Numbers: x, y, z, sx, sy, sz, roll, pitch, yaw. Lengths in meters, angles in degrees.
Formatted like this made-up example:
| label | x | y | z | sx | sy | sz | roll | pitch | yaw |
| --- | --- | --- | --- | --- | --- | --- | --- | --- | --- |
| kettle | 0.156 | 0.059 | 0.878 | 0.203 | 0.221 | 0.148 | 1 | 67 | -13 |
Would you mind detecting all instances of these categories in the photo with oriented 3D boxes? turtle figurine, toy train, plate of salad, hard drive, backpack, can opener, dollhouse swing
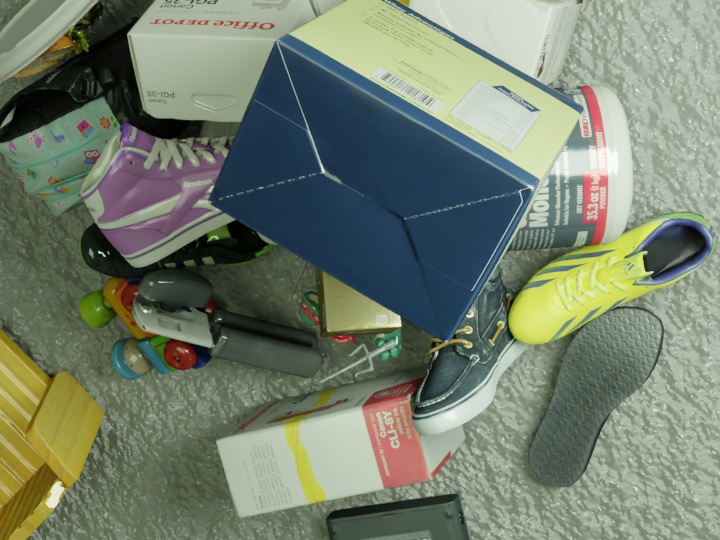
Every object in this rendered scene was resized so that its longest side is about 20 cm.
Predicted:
| label | x | y | z | sx | sy | sz | roll | pitch | yaw |
| --- | --- | --- | --- | --- | --- | --- | --- | --- | --- |
| turtle figurine | 0.000 | 0.000 | 1.214 | 0.200 | 0.101 | 0.150 | -44 | 104 | 2 |
| toy train | -0.237 | 0.020 | 1.279 | 0.115 | 0.085 | 0.200 | -22 | 113 | 32 |
| plate of salad | -0.288 | -0.234 | 1.220 | 0.200 | 0.200 | 0.048 | -33 | 118 | 19 |
| hard drive | 0.054 | 0.332 | 1.293 | 0.139 | 0.033 | 0.201 | -11 | 96 | 18 |
| backpack | -0.259 | -0.142 | 1.236 | 0.199 | 0.167 | 0.127 | -23 | 110 | 25 |
| can opener | -0.121 | 0.049 | 1.224 | 0.199 | 0.053 | 0.067 | 16 | 121 | -28 |
| dollhouse swing | -0.403 | 0.186 | 1.338 | 0.176 | 0.182 | 0.200 | 40 | 110 | -15 |

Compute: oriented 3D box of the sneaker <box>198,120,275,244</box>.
| label | x | y | z | sx | sy | sz | roll | pitch | yaw |
| --- | --- | --- | --- | --- | --- | --- | --- | --- | --- |
| sneaker | -0.106 | -0.106 | 1.230 | 0.099 | 0.078 | 0.201 | -30 | 62 | 33 |

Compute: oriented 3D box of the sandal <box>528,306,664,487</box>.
| label | x | y | z | sx | sy | sz | roll | pitch | yaw |
| --- | --- | --- | --- | --- | --- | --- | --- | --- | --- |
| sandal | 0.217 | 0.112 | 1.206 | 0.076 | 0.043 | 0.201 | 35 | 117 | 15 |

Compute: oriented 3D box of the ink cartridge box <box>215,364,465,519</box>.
| label | x | y | z | sx | sy | sz | roll | pitch | yaw |
| --- | --- | --- | --- | --- | --- | --- | --- | --- | --- |
| ink cartridge box | -0.017 | 0.160 | 1.223 | 0.199 | 0.145 | 0.084 | -15 | 95 | 18 |

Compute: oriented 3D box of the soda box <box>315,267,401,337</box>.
| label | x | y | z | sx | sy | sz | roll | pitch | yaw |
| --- | --- | --- | --- | --- | --- | --- | --- | --- | --- |
| soda box | -0.007 | -0.044 | 1.139 | 0.067 | 0.064 | 0.201 | -3 | 83 | -7 |

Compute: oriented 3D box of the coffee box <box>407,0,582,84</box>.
| label | x | y | z | sx | sy | sz | roll | pitch | yaw |
| --- | --- | --- | --- | --- | --- | --- | --- | --- | --- |
| coffee box | 0.115 | -0.207 | 1.090 | 0.113 | 0.200 | 0.080 | 19 | 108 | 11 |

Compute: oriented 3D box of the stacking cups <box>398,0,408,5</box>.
| label | x | y | z | sx | sy | sz | roll | pitch | yaw |
| --- | --- | --- | --- | --- | --- | --- | --- | --- | --- |
| stacking cups | 0.031 | -0.174 | 1.196 | 0.060 | 0.060 | 0.201 | 21 | 107 | 12 |

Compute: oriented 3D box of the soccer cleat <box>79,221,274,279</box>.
| label | x | y | z | sx | sy | sz | roll | pitch | yaw |
| --- | --- | --- | --- | --- | --- | --- | --- | --- | --- |
| soccer cleat | -0.167 | -0.032 | 1.211 | 0.081 | 0.199 | 0.068 | -20 | 78 | 49 |

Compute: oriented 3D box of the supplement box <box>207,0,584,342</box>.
| label | x | y | z | sx | sy | sz | roll | pitch | yaw |
| --- | --- | --- | --- | --- | --- | --- | --- | --- | --- |
| supplement box | 0.033 | -0.086 | 0.937 | 0.200 | 0.200 | 0.135 | 31 | 119 | 6 |

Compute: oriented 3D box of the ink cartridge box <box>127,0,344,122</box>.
| label | x | y | z | sx | sy | sz | roll | pitch | yaw |
| --- | --- | --- | --- | --- | --- | --- | --- | --- | --- |
| ink cartridge box | -0.099 | -0.220 | 1.145 | 0.146 | 0.200 | 0.083 | 5 | 129 | 15 |

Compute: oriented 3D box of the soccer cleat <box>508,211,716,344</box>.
| label | x | y | z | sx | sy | sz | roll | pitch | yaw |
| --- | --- | --- | --- | --- | --- | --- | --- | --- | --- |
| soccer cleat | 0.221 | 0.004 | 1.137 | 0.200 | 0.084 | 0.065 | -27 | 92 | 3 |

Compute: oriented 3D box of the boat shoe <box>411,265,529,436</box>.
| label | x | y | z | sx | sy | sz | roll | pitch | yaw |
| --- | --- | --- | --- | --- | --- | --- | --- | --- | --- |
| boat shoe | 0.086 | 0.065 | 1.146 | 0.071 | 0.200 | 0.091 | -16 | 106 | 33 |

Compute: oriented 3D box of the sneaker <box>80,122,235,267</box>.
| label | x | y | z | sx | sy | sz | roll | pitch | yaw |
| --- | --- | --- | --- | --- | --- | --- | --- | --- | --- |
| sneaker | -0.147 | -0.094 | 1.107 | 0.200 | 0.073 | 0.114 | -32 | 120 | 3 |

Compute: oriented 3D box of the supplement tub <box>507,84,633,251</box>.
| label | x | y | z | sx | sy | sz | roll | pitch | yaw |
| --- | --- | --- | --- | --- | --- | --- | --- | --- | --- |
| supplement tub | 0.126 | -0.086 | 1.117 | 0.199 | 0.140 | 0.141 | -4 | 99 | 0 |
